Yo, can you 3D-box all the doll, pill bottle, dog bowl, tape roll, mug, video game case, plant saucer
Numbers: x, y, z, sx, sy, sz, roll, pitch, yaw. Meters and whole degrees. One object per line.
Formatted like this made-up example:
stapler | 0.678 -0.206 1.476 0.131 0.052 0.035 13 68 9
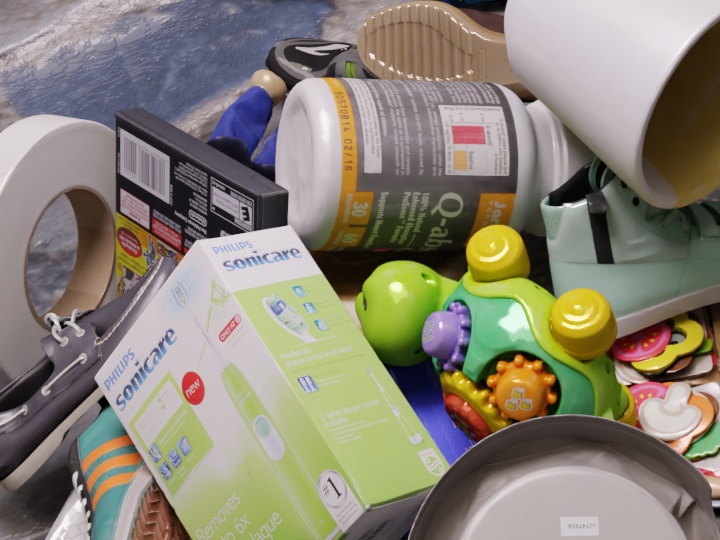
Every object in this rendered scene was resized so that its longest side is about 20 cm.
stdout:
doll | -0.098 -0.070 1.459 0.048 0.136 0.200 -41 16 43
pill bottle | 0.050 -0.071 1.311 0.199 0.117 0.117 0 42 -17
dog bowl | 0.124 0.188 1.125 0.199 0.059 0.201 -1 71 2
tape roll | -0.221 -0.010 1.384 0.037 0.203 0.203 10 53 27
mug | 0.175 -0.129 1.236 0.149 0.187 0.153 -38 54 -20
video game case | -0.113 0.001 1.337 0.025 0.181 0.200 -12 26 -33
plant saucer | 0.000 0.000 1.362 0.200 0.036 0.200 -5 29 3

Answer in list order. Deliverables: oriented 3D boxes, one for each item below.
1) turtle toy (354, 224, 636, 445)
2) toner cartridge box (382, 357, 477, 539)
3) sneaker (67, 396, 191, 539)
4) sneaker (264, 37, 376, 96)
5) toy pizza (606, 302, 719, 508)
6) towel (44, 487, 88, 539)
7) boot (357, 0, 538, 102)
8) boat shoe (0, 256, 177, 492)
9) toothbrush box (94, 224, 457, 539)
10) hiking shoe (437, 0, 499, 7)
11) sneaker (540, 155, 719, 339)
turtle toy | 0.083 0.051 1.217 0.101 0.146 0.200 -42 55 -14
toner cartridge box | 0.051 0.123 1.258 0.095 0.043 0.200 -14 44 -11
sneaker | -0.154 0.148 1.264 0.080 0.071 0.200 -15 36 20
sneaker | 0.016 -0.163 1.520 0.199 0.083 0.071 11 52 28
toy pizza | 0.238 0.067 1.263 0.200 0.032 0.201 -10 46 11
towel | -0.122 0.180 1.291 0.191 0.032 0.200 10 54 27
boot | 0.116 -0.153 1.422 0.200 0.166 0.073 9 96 28
boat shoe | -0.196 0.060 1.309 0.200 0.063 0.073 -48 10 8
toothbrush box | -0.056 0.096 1.196 0.086 0.146 0.200 -10 60 -46
hiking shoe | 0.142 -0.248 1.559 0.199 0.074 0.087 -17 45 5
sneaker | 0.215 -0.040 1.281 0.200 0.118 0.074 -23 20 -12
